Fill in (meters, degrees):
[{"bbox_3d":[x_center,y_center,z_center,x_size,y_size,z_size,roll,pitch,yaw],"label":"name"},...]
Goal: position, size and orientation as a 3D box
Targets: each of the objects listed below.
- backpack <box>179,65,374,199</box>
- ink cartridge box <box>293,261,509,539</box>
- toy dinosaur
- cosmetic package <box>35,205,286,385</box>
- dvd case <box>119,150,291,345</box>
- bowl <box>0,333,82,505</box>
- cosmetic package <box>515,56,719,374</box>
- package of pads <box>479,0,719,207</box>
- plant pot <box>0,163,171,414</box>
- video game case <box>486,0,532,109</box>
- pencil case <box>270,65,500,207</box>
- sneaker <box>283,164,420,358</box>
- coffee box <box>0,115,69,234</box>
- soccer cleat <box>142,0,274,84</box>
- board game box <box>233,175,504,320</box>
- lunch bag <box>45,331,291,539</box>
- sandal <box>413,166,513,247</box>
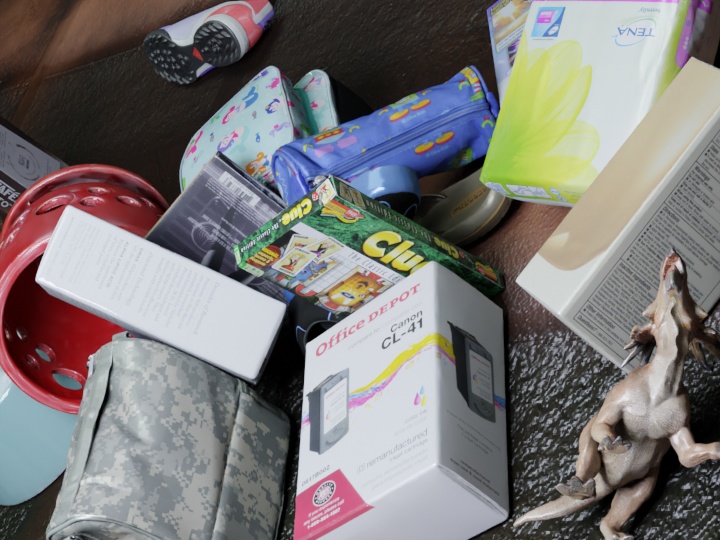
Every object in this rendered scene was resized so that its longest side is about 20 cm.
[{"bbox_3d":[-0.077,-0.066,1.752,0.200,0.150,0.178,-45,32,23],"label":"backpack"},{"bbox_3d":[0.030,0.116,1.468,0.147,0.085,0.201,-34,37,30],"label":"ink cartridge box"},{"bbox_3d":[0.181,0.097,1.291,0.200,0.085,0.136,-54,15,33],"label":"toy dinosaur"},{"bbox_3d":[-0.162,0.022,1.632,0.102,0.199,0.074,121,172,-83],"label":"cosmetic package"},{"bbox_3d":[-0.120,0.009,1.692,0.200,0.148,0.016,-47,12,31],"label":"dvd case"},{"bbox_3d":[-0.347,0.122,1.962,0.200,0.105,0.202,-34,36,30],"label":"bowl"},{"bbox_3d":[0.212,-0.033,1.353,0.200,0.105,0.071,-51,30,1],"label":"cosmetic package"},{"bbox_3d":[0.187,-0.143,1.476,0.154,0.068,0.201,10,81,45],"label":"package of pads"},{"bbox_3d":[-0.253,0.007,1.857,0.200,0.200,0.183,-45,29,12],"label":"plant pot"},{"bbox_3d":[0.197,-0.204,1.605,0.200,0.045,0.182,-36,36,27],"label":"video game case"},{"bbox_3d":[0.024,-0.098,1.618,0.199,0.078,0.087,-24,5,-11],"label":"pencil case"},{"bbox_3d":[0.000,0.000,1.578,0.200,0.070,0.078,-56,43,47],"label":"sneaker"},{"bbox_3d":[-0.359,-0.068,2.076,0.113,0.200,0.080,-34,35,28],"label":"coffee box"},{"bbox_3d":[-0.167,-0.253,2.152,0.073,0.068,0.200,-41,18,-30],"label":"soccer cleat"},{"bbox_3d":[0.009,-0.002,1.504,0.105,0.199,0.024,-37,48,26],"label":"board game box"},{"bbox_3d":[-0.162,0.167,1.597,0.139,0.168,0.201,-26,39,37],"label":"lunch bag"},{"bbox_3d":[0.046,-0.032,1.624,0.200,0.054,0.081,-39,32,30],"label":"sandal"}]
